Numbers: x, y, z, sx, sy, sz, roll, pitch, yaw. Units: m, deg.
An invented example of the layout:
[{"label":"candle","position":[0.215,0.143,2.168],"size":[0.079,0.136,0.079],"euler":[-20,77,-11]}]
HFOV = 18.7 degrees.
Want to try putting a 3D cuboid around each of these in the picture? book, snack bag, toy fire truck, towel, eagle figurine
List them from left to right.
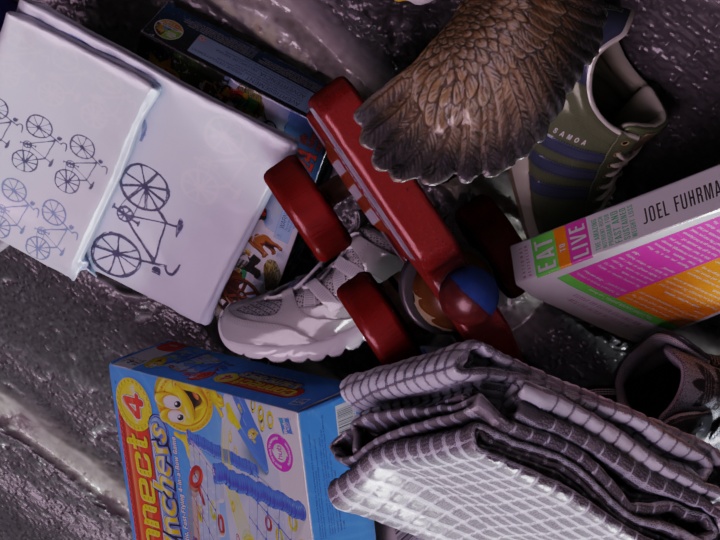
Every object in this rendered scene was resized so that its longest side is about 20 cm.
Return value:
[{"label":"snack bag","position":[-0.155,-0.058,1.383],"size":[0.200,0.021,0.189],"euler":[27,132,-3]},{"label":"toy fire truck","position":[0.030,-0.020,1.265],"size":[0.112,0.168,0.200],"euler":[-33,95,0]},{"label":"eagle figurine","position":[0.063,-0.158,1.145],"size":[0.152,0.200,0.151],"euler":[31,135,3]},{"label":"towel","position":[0.095,0.120,1.273],"size":[0.200,0.086,0.166],"euler":[25,158,-23]},{"label":"book","position":[0.203,-0.019,1.231],"size":[0.200,0.048,0.134],"euler":[-21,156,34]}]

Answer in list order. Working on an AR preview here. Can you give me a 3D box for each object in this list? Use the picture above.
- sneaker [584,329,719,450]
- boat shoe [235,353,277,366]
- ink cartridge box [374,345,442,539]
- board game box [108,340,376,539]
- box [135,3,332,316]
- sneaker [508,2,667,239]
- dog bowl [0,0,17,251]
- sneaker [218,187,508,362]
[{"label":"sneaker","position":[0.233,0.077,1.301],"size":[0.200,0.076,0.114],"euler":[-9,159,31]},{"label":"boat shoe","position":[-0.071,0.121,1.551],"size":[0.060,0.074,0.200],"euler":[15,127,4]},{"label":"ink cartridge box","position":[0.040,0.163,1.465],"size":[0.084,0.146,0.200],"euler":[4,148,-30]},{"label":"board game box","position":[-0.075,0.161,1.455],"size":[0.196,0.056,0.200],"euler":[10,112,46]},{"label":"box","position":[-0.094,-0.061,1.422],"size":[0.136,0.038,0.200],"euler":[27,135,6]},{"label":"sneaker","position":[0.135,-0.075,1.270],"size":[0.090,0.067,0.200],"euler":[0,131,22]},{"label":"dog bowl","position":[-0.293,-0.107,1.478],"size":[0.200,0.079,0.200],"euler":[16,133,18]},{"label":"sneaker","position":[0.000,0.000,1.398],"size":[0.200,0.075,0.082],"euler":[-17,106,10]}]
